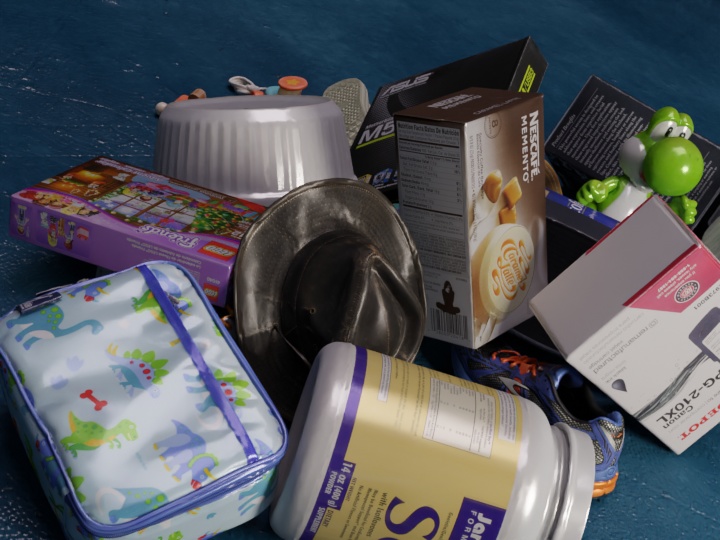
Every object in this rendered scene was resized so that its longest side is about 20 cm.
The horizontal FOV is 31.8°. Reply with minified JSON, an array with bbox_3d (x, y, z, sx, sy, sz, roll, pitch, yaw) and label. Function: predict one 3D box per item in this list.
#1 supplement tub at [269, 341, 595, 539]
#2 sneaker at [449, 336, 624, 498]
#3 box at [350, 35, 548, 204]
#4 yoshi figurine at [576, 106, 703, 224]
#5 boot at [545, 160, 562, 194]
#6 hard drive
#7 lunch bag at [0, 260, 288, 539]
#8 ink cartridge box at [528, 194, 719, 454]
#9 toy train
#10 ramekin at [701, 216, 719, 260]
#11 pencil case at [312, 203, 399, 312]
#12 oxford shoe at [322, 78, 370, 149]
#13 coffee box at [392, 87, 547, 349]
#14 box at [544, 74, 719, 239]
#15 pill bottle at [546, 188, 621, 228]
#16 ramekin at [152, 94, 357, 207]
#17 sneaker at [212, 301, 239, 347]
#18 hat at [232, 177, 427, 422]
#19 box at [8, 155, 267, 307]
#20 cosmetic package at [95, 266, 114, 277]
[{"bbox_3d":[0.049,0.144,0.893,0.200,0.146,0.145,17,30,-5],"label":"supplement tub"},{"bbox_3d":[0.157,0.103,1.091,0.075,0.078,0.200,-11,42,-43],"label":"sneaker"},{"bbox_3d":[0.075,-0.136,1.279,0.048,0.200,0.193,47,48,-32],"label":"box"},{"bbox_3d":[0.289,-0.071,1.322,0.112,0.200,0.112,38,24,27],"label":"yoshi figurine"},{"bbox_3d":[0.136,-0.105,1.416,0.077,0.200,0.155,-40,16,-20],"label":"boot"},{"bbox_3d":[0.185,0.011,1.197,0.200,0.135,0.042,27,16,9],"label":"hard drive"},{"bbox_3d":[-0.150,0.091,0.866,0.161,0.082,0.200,-18,56,-24],"label":"lunch bag"},{"bbox_3d":[0.266,0.052,1.099,0.200,0.145,0.084,38,16,-38],"label":"ink cartridge box"},{"bbox_3d":[-0.128,-0.188,1.415,0.150,0.056,0.200,26,31,9],"label":"toy train"},{"bbox_3d":[0.449,0.006,1.341,0.202,0.094,0.203,25,44,-27],"label":"ramekin"},{"bbox_3d":[0.000,0.000,1.139,0.085,0.092,0.200,57,25,0],"label":"pencil case"},{"bbox_3d":[-0.016,-0.147,1.415,0.075,0.058,0.200,-13,32,14],"label":"oxford shoe"},{"bbox_3d":[0.099,-0.049,1.101,0.080,0.200,0.114,14,26,40],"label":"coffee box"},{"bbox_3d":[0.330,-0.114,1.462,0.200,0.107,0.148,35,0,24],"label":"box"},{"bbox_3d":[0.177,-0.025,1.275,0.200,0.116,0.116,25,30,9],"label":"pill bottle"},{"bbox_3d":[-0.102,-0.113,1.193,0.202,0.094,0.202,-2,13,0],"label":"ramekin"},{"bbox_3d":[-0.130,0.058,0.994,0.200,0.077,0.078,-17,48,-45],"label":"sneaker"},{"bbox_3d":[-0.005,0.030,0.982,0.200,0.201,0.081,-1,7,-33],"label":"hat"},{"bbox_3d":[-0.167,-0.037,1.047,0.200,0.039,0.137,17,25,15],"label":"box"},{"bbox_3d":[-0.129,-0.010,1.128,0.083,0.051,0.200,35,32,33],"label":"cosmetic package"}]
